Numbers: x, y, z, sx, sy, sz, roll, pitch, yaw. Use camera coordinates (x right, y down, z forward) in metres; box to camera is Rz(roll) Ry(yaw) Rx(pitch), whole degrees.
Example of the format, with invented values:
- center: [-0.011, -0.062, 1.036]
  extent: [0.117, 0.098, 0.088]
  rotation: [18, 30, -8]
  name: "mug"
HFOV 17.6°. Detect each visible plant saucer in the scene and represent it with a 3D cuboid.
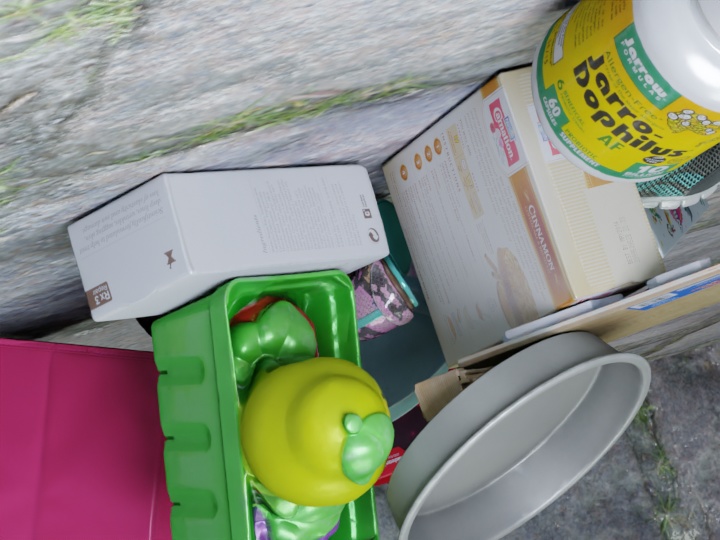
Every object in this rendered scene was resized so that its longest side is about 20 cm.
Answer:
- center: [-0.016, 0.070, 1.684]
  extent: [0.200, 0.027, 0.200]
  rotation: [-17, -151, 10]
  name: "plant saucer"

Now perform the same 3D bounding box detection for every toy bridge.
- center: [0.102, 0.077, 1.543]
  extent: [0.067, 0.027, 0.200]
  rotation: [-22, 168, 20]
  name: "toy bridge"

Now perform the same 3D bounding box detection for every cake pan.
- center: [0.096, 0.110, 1.486]
  extent: [0.200, 0.037, 0.200]
  rotation: [-31, 155, -16]
  name: "cake pan"

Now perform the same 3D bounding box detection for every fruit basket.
- center: [-0.034, 0.101, 1.507]
  extent: [0.215, 0.216, 0.155]
  rotation: [-24, 168, 37]
  name: "fruit basket"

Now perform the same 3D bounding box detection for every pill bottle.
- center: [0.182, -0.126, 1.276]
  extent: [0.113, 0.113, 0.200]
  rotation: [-13, 171, -25]
  name: "pill bottle"

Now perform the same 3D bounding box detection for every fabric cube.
- center: [-0.207, 0.157, 1.793]
  extent: [0.200, 0.200, 0.196]
  rotation: [5, 177, 17]
  name: "fabric cube"

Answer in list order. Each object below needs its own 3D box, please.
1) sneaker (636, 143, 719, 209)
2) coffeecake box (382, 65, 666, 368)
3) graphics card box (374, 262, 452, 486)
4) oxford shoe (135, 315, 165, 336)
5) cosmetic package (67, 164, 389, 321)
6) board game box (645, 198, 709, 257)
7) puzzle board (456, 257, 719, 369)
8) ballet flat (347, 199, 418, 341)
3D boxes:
- center: [0.215, -0.089, 1.721]
  extent: [0.200, 0.078, 0.091]
  rotation: [-21, 161, -25]
  name: "sneaker"
- center: [0.104, -0.035, 1.552]
  extent: [0.073, 0.154, 0.200]
  rotation: [-14, 171, -25]
  name: "coffeecake box"
- center: [0.028, 0.060, 1.847]
  extent: [0.125, 0.200, 0.051]
  rotation: [-22, 171, 32]
  name: "graphics card box"
- center: [-0.133, 0.037, 1.801]
  extent: [0.071, 0.073, 0.200]
  rotation: [-15, 171, -16]
  name: "oxford shoe"
- center: [-0.085, -0.021, 1.549]
  extent: [0.102, 0.074, 0.200]
  rotation: [-25, 167, 37]
  name: "cosmetic package"
- center: [0.186, -0.034, 1.878]
  extent: [0.147, 0.064, 0.200]
  rotation: [-22, -174, 21]
  name: "board game box"
- center: [0.176, 0.025, 1.508]
  extent: [0.200, 0.017, 0.151]
  rotation: [-22, 169, 21]
  name: "puzzle board"
- center: [0.000, 0.000, 1.684]
  extent: [0.071, 0.069, 0.200]
  rotation: [-28, -162, 8]
  name: "ballet flat"
